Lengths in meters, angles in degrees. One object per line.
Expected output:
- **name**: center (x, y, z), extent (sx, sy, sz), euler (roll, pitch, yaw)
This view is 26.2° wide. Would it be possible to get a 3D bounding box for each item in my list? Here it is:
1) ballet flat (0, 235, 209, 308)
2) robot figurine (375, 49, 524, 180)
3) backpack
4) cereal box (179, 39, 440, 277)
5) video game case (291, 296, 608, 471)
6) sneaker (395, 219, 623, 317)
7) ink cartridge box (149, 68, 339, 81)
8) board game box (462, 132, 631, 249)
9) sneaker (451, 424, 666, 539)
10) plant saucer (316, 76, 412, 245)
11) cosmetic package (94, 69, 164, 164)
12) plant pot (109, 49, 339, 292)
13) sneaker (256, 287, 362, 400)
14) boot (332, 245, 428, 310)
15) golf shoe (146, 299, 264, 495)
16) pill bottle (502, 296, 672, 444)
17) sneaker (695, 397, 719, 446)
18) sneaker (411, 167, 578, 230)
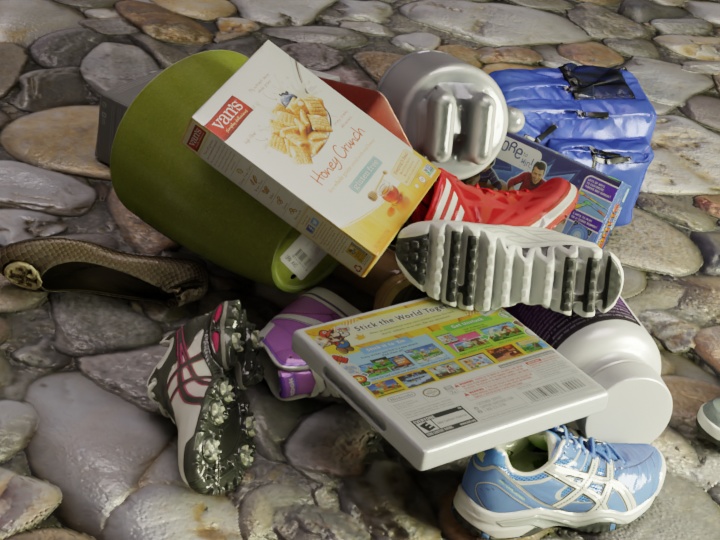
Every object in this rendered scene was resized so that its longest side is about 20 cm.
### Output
- **ballet flat**: center (-0.238, 0.007, 1.432), extent (0.197, 0.068, 0.047), euler (6, 62, -13)
- **robot figurine**: center (0.076, -0.155, 1.523), extent (0.167, 0.114, 0.200), euler (6, 14, -13)
- **backpack**: center (0.211, -0.135, 1.694), extent (0.197, 0.164, 0.169), euler (3, 33, -13)
- **cereal box**: center (-0.041, -0.100, 1.354), extent (0.199, 0.040, 0.144), euler (37, 45, 0)
- **video game case**: center (0.073, 0.082, 1.268), extent (0.198, 0.023, 0.182), euler (-13, 37, -34)
- **sneaker**: center (0.127, -0.008, 1.351), extent (0.197, 0.076, 0.081), euler (10, 21, -3)
- **ink cartridge box**: center (-0.141, -0.217, 1.862), extent (0.159, 0.048, 0.199), euler (-12, 19, -33)
- **board game box**: center (0.160, -0.066, 1.586), extent (0.199, 0.137, 0.034), euler (28, 8, 27)
- **sneaker**: center (0.170, 0.165, 1.257), extent (0.198, 0.078, 0.076), euler (-7, 32, -29)
- **plant saucer**: center (-0.005, -0.100, 1.528), extent (0.037, 0.201, 0.199), euler (-41, 33, -18)
- **cosmetic package**: center (-0.177, -0.134, 1.656), extent (0.199, 0.091, 0.106), euler (30, 36, 26)
- **plant pot**: center (-0.102, -0.073, 1.436), extent (0.186, 0.189, 0.200), euler (-17, 45, -38)
- **sneaker**: center (-0.009, 0.096, 1.341), extent (0.199, 0.073, 0.114), euler (24, 41, 33)
- **boot**: center (0.000, 0.000, 1.475), extent (0.199, 0.067, 0.175), euler (31, 7, 29)
- **golf shoe**: center (-0.132, 0.114, 1.279), extent (0.087, 0.078, 0.201), euler (-17, 34, 16)
- **pill bottle**: center (0.201, 0.073, 1.388), extent (0.110, 0.113, 0.201), euler (-1, 31, -17)
- **sneaker**: center (0.407, 0.106, 1.382), extent (0.197, 0.122, 0.084), euler (3, 30, -10)
- **sneaker**: center (0.123, -0.067, 1.452), extent (0.116, 0.078, 0.200), euler (51, 42, 0)
